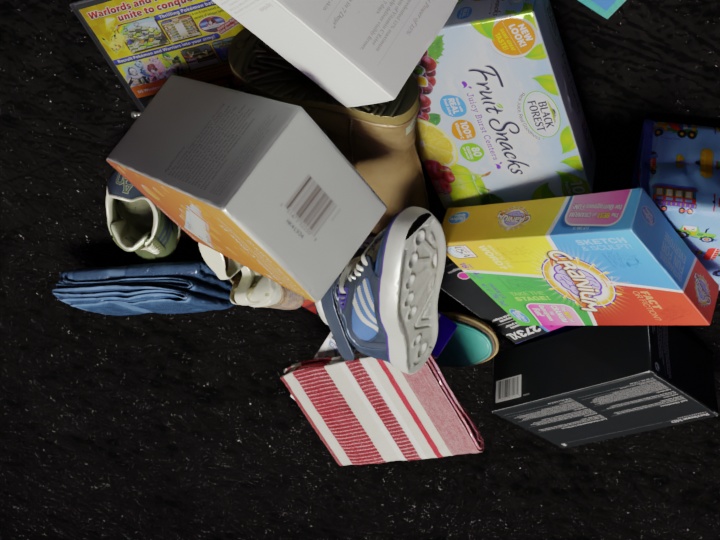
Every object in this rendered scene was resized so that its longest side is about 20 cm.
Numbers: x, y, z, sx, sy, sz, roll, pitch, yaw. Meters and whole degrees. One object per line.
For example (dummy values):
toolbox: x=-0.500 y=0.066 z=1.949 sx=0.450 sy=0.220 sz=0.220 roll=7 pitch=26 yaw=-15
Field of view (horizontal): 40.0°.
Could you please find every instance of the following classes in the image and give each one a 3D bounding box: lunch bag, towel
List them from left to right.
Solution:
towel: x=-0.249 y=0.026 z=1.162 sx=0.198 sy=0.049 sz=0.112 roll=-4 pitch=167 yaw=23
towel: x=0.021 y=0.147 z=1.062 sx=0.199 sy=0.023 sz=0.145 roll=-15 pitch=115 yaw=39
lunch bag: x=0.312 y=-0.030 z=0.881 sx=0.149 sy=0.095 sz=0.201 roll=7 pitch=149 yaw=11

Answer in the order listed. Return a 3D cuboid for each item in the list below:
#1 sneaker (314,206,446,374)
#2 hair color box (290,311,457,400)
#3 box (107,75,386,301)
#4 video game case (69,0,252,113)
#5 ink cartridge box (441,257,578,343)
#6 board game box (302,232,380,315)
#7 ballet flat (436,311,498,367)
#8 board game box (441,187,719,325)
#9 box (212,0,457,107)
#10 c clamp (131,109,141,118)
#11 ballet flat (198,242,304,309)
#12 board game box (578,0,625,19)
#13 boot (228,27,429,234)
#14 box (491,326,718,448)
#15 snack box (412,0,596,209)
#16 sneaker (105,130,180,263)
sneaker: x=0.000 y=0.000 z=0.920 sx=0.146 sy=0.081 sz=0.201 roll=30 pitch=145 yaw=28
hair color box: x=0.010 y=0.102 z=1.093 sx=0.109 sy=0.065 sz=0.200 roll=36 pitch=136 yaw=5
box: x=-0.097 y=-0.072 z=0.812 sx=0.199 sy=0.098 sz=0.124 roll=24 pitch=163 yaw=49
video game case: x=-0.120 y=-0.189 z=0.861 sx=0.198 sy=0.026 sz=0.181 roll=-10 pitch=137 yaw=19
ink cartridge box: x=0.166 y=0.026 z=1.030 sx=0.199 sy=0.037 sz=0.094 roll=33 pitch=138 yaw=-33
board game box: x=-0.012 y=-0.005 z=1.074 sx=0.103 sy=0.020 sz=0.199 roll=33 pitch=141 yaw=-32
ballet flat: x=0.076 y=0.073 z=1.117 sx=0.199 sy=0.063 sz=0.069 roll=-8 pitch=110 yaw=38
board game box: x=0.188 y=-0.005 z=0.870 sx=0.199 sy=0.041 sz=0.153 roll=-3 pitch=146 yaw=45
box: x=-0.035 y=-0.225 z=0.689 sx=0.199 sy=0.125 sz=0.097 roll=36 pitch=171 yaw=-21
c clamp: x=-0.124 y=-0.093 z=1.012 sx=0.169 sy=0.027 sz=0.201 roll=1 pitch=140 yaw=10
ballet flat: x=-0.126 y=-0.006 z=1.035 sx=0.068 sy=0.068 sz=0.200 roll=-11 pitch=134 yaw=29
board game box: x=0.135 y=-0.276 z=0.654 sx=0.199 sy=0.045 sz=0.152 roll=27 pitch=142 yaw=-14
boot: x=-0.023 y=-0.111 z=0.863 sx=0.174 sy=0.066 sz=0.200 roll=25 pitch=159 yaw=14
box: x=0.264 y=0.123 z=1.081 sx=0.199 sy=0.079 sz=0.141 roll=-22 pitch=139 yaw=40
snack box: x=0.108 y=-0.141 z=0.833 sx=0.141 sy=0.053 sz=0.201 roll=-5 pitch=139 yaw=26
sneaker: x=-0.237 y=-0.052 z=1.048 sx=0.066 sy=0.090 sz=0.201 roll=13 pitch=144 yaw=2
